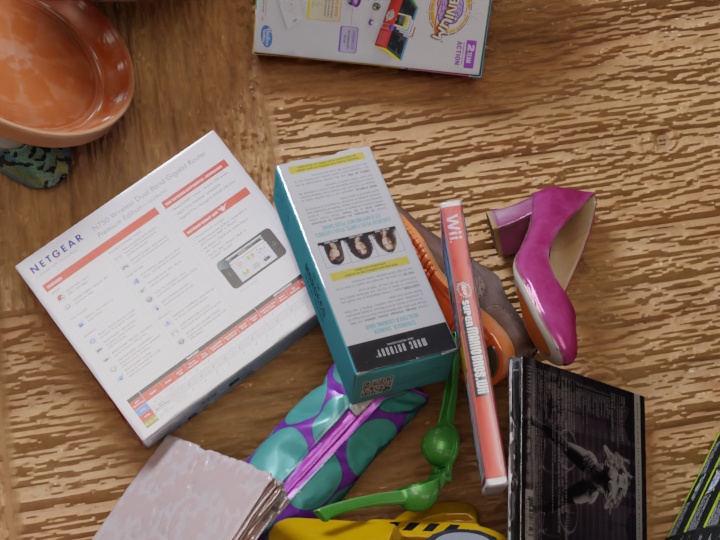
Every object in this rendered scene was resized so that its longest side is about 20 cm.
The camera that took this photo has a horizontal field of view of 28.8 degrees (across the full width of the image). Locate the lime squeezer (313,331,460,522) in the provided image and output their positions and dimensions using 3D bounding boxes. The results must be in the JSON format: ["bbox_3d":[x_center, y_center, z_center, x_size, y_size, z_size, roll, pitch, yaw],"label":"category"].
[{"bbox_3d":[0.042,0.137,1.065,0.071,0.038,0.200,41,56,-1],"label":"lime squeezer"}]

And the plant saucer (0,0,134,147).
[{"bbox_3d":[-0.282,-0.180,1.147,0.200,0.032,0.200,24,43,-24],"label":"plant saucer"}]

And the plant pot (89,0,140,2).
[{"bbox_3d":[-0.221,-0.295,1.184,0.201,0.093,0.201,9,60,-16],"label":"plant pot"}]

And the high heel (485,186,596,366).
[{"bbox_3d":[0.168,0.000,1.121,0.096,0.200,0.067,-15,121,0],"label":"high heel"}]

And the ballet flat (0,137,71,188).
[{"bbox_3d":[-0.317,-0.153,1.168,0.074,0.074,0.200,-39,81,-12],"label":"ballet flat"}]

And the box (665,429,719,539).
[{"bbox_3d":[0.283,0.187,1.055,0.047,0.193,0.200,29,75,6],"label":"box"}]

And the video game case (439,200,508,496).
[{"bbox_3d":[0.082,0.062,1.024,0.017,0.143,0.200,-9,78,2],"label":"video game case"}]

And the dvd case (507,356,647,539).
[{"bbox_3d":[0.169,0.155,1.073,0.016,0.200,0.149,-9,72,37],"label":"dvd case"}]

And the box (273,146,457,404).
[{"bbox_3d":[0.000,0.000,1.091,0.082,0.049,0.200,-13,59,-15],"label":"box"}]

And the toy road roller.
[{"bbox_3d":[0.025,0.239,1.052,0.200,0.146,0.123,1,104,9],"label":"toy road roller"}]

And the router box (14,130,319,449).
[{"bbox_3d":[-0.146,0.014,1.146,0.200,0.049,0.180,-35,80,-11],"label":"router box"}]

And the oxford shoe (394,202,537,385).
[{"bbox_3d":[0.067,0.011,1.162,0.073,0.071,0.200,-19,63,-47],"label":"oxford shoe"}]

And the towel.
[{"bbox_3d":[-0.149,0.218,1.028,0.032,0.200,0.191,41,74,-25],"label":"towel"}]

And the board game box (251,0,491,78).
[{"bbox_3d":[0.014,-0.250,1.184,0.200,0.040,0.153,6,115,-2],"label":"board game box"}]

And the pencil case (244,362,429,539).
[{"bbox_3d":[-0.039,0.149,1.096,0.085,0.092,0.200,40,78,3],"label":"pencil case"}]
